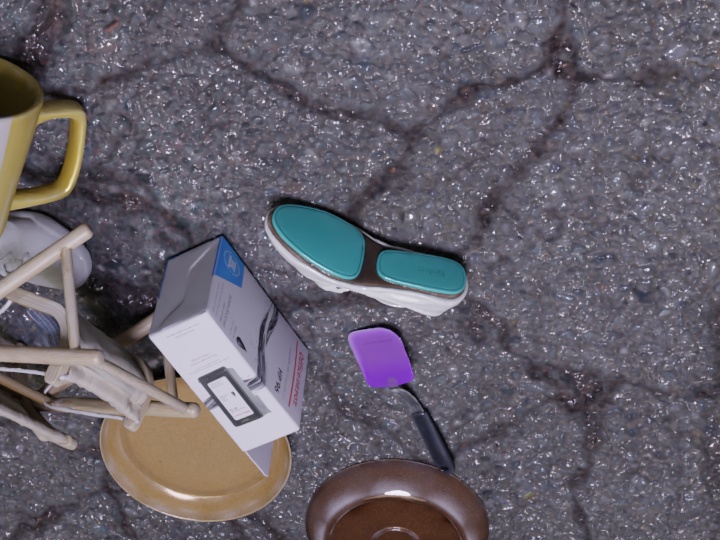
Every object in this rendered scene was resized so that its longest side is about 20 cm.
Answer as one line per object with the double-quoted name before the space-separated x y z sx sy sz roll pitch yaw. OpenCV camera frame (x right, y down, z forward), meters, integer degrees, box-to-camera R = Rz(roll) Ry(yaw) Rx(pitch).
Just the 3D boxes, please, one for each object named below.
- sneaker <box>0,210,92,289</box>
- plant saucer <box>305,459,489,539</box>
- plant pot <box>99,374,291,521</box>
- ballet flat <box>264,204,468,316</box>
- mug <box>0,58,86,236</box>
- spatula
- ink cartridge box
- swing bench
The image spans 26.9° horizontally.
"sneaker" -0.346 -0.018 1.377 0.198 0.089 0.076 24 124 -13
"plant saucer" 0.038 0.284 1.606 0.198 0.032 0.202 2 128 3
"plant pot" -0.168 0.179 1.547 0.198 0.028 0.202 3 126 4
"ballet flat" 0.000 0.000 1.380 0.198 0.070 0.070 18 127 -9
"mug" -0.334 -0.087 1.272 0.184 0.150 0.154 11 117 -8
"spatula" 0.051 0.134 1.496 0.056 0.021 0.201 -11 128 28
"ink cartridge box" -0.109 0.083 1.414 0.067 0.117 0.201 -22 123 20
"swing bench" -0.281 0.076 1.368 0.198 0.131 0.199 -17 155 15
